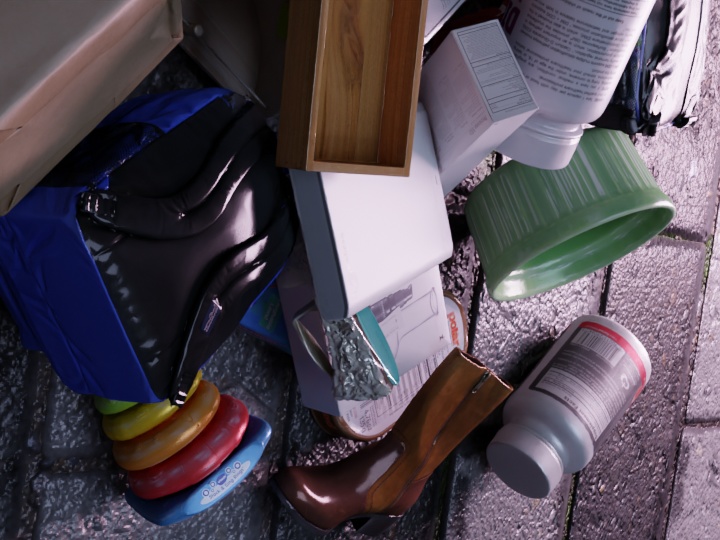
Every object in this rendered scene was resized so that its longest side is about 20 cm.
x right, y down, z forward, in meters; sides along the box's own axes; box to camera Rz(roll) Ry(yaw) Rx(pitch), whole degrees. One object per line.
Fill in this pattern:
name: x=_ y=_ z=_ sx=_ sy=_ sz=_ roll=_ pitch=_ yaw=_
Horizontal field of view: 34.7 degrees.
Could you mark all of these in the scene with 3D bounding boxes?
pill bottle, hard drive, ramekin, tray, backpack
pill bottle: x=0.225 y=0.151 z=1.267 sx=0.200 sy=0.110 sz=0.111 roll=-44 pitch=126 yaw=-30
hard drive: x=0.013 y=-0.052 z=0.885 sx=0.200 sy=0.026 sz=0.133 roll=-28 pitch=108 yaw=-61
pill bottle: x=0.172 y=-0.195 z=0.974 sx=0.113 sy=0.113 sz=0.201 roll=-8 pitch=129 yaw=-44
ramekin: x=0.199 y=-0.057 z=1.140 sx=0.199 sy=0.200 sz=0.098 roll=-7 pitch=67 yaw=-45
tray: x=-0.002 y=-0.166 z=0.767 sx=0.098 sy=0.037 sz=0.202 roll=-1 pitch=101 yaw=-45
backpack: x=0.247 y=-0.240 z=1.095 sx=0.183 sy=0.146 sz=0.202 roll=-19 pitch=119 yaw=-58
backpack: x=-0.149 y=-0.036 z=0.783 sx=0.200 sy=0.167 sz=0.164 roll=-47 pitch=134 yaw=-41

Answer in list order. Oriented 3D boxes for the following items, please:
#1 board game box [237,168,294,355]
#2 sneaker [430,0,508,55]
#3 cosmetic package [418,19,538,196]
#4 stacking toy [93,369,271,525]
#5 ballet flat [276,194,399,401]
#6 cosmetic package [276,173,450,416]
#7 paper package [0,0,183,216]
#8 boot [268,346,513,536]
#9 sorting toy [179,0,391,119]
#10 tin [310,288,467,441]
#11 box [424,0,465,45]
board game box: x=-0.067 y=-0.018 z=0.979 sx=0.199 sy=0.045 sz=0.153 roll=30 pitch=76 yaw=-45
sneaker: x=0.152 y=-0.204 z=1.147 sx=0.199 sy=0.078 sz=0.117 roll=-32 pitch=118 yaw=-36
cosmetic package: x=0.075 y=-0.126 z=0.982 sx=0.050 sy=0.200 sz=0.083 roll=-17 pitch=79 yaw=-23
stacking toy: x=-0.167 y=0.083 z=0.873 sx=0.116 sy=0.109 sz=0.201 roll=-39 pitch=109 yaw=-23
ballet flat: x=-0.028 y=0.020 z=0.888 sx=0.072 sy=0.071 sz=0.202 roll=-36 pitch=116 yaw=-35
cosmetic package: x=0.000 y=0.000 z=0.985 sx=0.150 sy=0.051 sz=0.202 roll=-30 pitch=118 yaw=-41
paper package: x=-0.228 y=-0.168 z=0.671 sx=0.191 sy=0.199 sz=0.104 roll=-52 pitch=174 yaw=-26
boot: x=0.032 y=0.152 z=1.033 sx=0.200 sy=0.069 sz=0.188 roll=-48 pitch=137 yaw=13
sorting toy: x=-0.070 y=-0.207 z=0.842 sx=0.200 sy=0.179 sz=0.107 roll=44 pitch=67 yaw=-42
tin: x=0.032 y=0.088 z=1.110 sx=0.199 sy=0.042 sz=0.113 roll=-31 pitch=123 yaw=-38
box: x=0.059 y=-0.276 z=0.892 sx=0.200 sy=0.060 sz=0.117 roll=-51 pitch=131 yaw=-29
